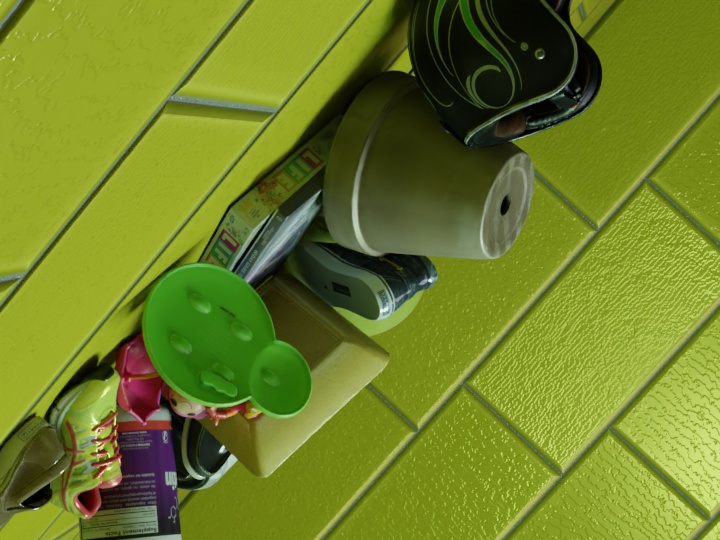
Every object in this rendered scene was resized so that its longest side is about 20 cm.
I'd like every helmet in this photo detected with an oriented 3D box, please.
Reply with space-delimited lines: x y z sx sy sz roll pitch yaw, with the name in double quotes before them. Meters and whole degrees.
"helmet" 0.143 -0.238 1.506 0.198 0.192 0.200 -19 171 -3

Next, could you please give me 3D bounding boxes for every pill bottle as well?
"pill bottle" -0.257 0.252 1.676 0.111 0.202 0.112 -6 171 -1

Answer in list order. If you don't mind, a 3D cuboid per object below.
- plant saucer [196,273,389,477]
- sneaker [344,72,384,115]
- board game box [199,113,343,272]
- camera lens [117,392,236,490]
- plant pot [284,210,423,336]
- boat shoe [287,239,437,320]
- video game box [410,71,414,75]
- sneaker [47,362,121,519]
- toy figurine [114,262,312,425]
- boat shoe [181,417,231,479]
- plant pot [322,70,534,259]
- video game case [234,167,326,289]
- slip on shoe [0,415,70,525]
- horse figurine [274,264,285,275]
"plant saucer" -0.101 0.099 1.677 0.200 0.200 0.049 -41 140 -15
"sneaker" 0.038 -0.161 1.736 0.070 0.093 0.200 -48 176 -4
"board game box" -0.090 -0.072 1.644 0.200 0.034 0.135 -45 174 -39
"camera lens" -0.185 0.153 1.835 0.200 0.160 0.160 -44 174 -41
"plant pot" -0.013 -0.041 1.869 0.187 0.187 0.200 -47 161 -15
"boat shoe" 0.000 0.000 1.736 0.090 0.071 0.200 -26 -150 -28
"video game box" 0.132 -0.281 1.931 0.183 0.047 0.200 -52 175 15
"sneaker" -0.277 0.180 1.577 0.078 0.090 0.201 -38 160 -50
"toy figurine" -0.176 0.107 1.586 0.184 0.199 0.151 -33 -151 50
"boat shoe" -0.139 0.146 1.722 0.067 0.072 0.201 -7 -136 45
"plant pot" 0.084 -0.095 1.617 0.200 0.172 0.202 -39 139 -45
"video game case" -0.088 -0.034 1.654 0.143 0.019 0.200 -44 174 -46
"slip on shoe" -0.344 0.222 1.542 0.076 0.061 0.200 -43 173 -48
"horse figurine" -0.112 0.017 2.032 0.133 0.050 0.200 -60 170 -5
